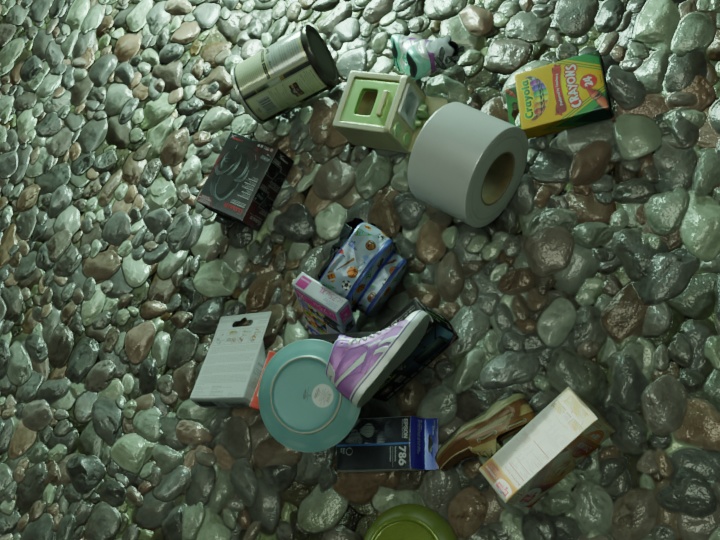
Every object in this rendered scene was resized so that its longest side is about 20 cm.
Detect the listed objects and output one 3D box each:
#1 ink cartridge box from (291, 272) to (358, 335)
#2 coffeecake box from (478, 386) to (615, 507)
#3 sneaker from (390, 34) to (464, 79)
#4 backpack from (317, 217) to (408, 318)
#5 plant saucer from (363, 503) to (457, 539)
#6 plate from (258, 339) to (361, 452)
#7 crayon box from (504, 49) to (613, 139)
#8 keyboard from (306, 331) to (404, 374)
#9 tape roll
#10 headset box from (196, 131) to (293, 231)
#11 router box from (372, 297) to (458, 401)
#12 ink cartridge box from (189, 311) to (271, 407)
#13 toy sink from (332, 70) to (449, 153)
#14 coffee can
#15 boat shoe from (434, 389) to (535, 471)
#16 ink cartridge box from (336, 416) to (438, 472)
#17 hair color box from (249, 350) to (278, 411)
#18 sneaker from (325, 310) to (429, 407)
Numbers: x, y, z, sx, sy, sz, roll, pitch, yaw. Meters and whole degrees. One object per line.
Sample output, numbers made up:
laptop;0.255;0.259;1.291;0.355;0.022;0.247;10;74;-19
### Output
ink cartridge box;-0.059;0.098;1.631;0.119;0.200;0.042;31;67;30
coffeecake box;0.312;0.297;1.402;0.200;0.153;0.073;-44;59;8
sneaker;0.149;-0.460;1.782;0.139;0.078;0.200;-15;34;-9
backpack;0.000;0.000;1.638;0.154;0.190;0.201;29;88;15
plant saucer;0.083;0.522;1.517;0.199;0.031;0.201;-8;71;24
plate;-0.094;0.220;1.497;0.199;0.026;0.201;-3;79;17
crayon box;0.376;-0.334;1.636;0.199;0.051;0.128;-13;69;23
keyboard;-0.016;0.173;1.511;0.199;0.021;0.128;-5;74;24
tape roll;0.204;-0.199;1.592;0.139;0.203;0.203;31;89;32
headset box;-0.264;-0.192;1.900;0.148;0.077;0.201;24;84;31
router box;0.073;0.152;1.573;0.200;0.150;0.062;-43;61;8
ink cartridge box;-0.260;0.190;1.785;0.162;0.057;0.201;-7;49;37
toy sink;0.063;-0.328;1.757;0.199;0.112;0.131;14;81;30
coffee can;-0.168;-0.437;1.890;0.199;0.146;0.147;-23;64;18
boat shoe;0.222;0.295;1.496;0.200;0.076;0.074;-41;63;11
ink cartridge box;0.049;0.327;1.593;0.199;0.039;0.100;-8;69;24
hair color box;-0.161;0.219;1.640;0.064;0.200;0.111;19;82;2
sneaker;0.021;0.124;1.453;0.114;0.073;0.200;40;80;25
